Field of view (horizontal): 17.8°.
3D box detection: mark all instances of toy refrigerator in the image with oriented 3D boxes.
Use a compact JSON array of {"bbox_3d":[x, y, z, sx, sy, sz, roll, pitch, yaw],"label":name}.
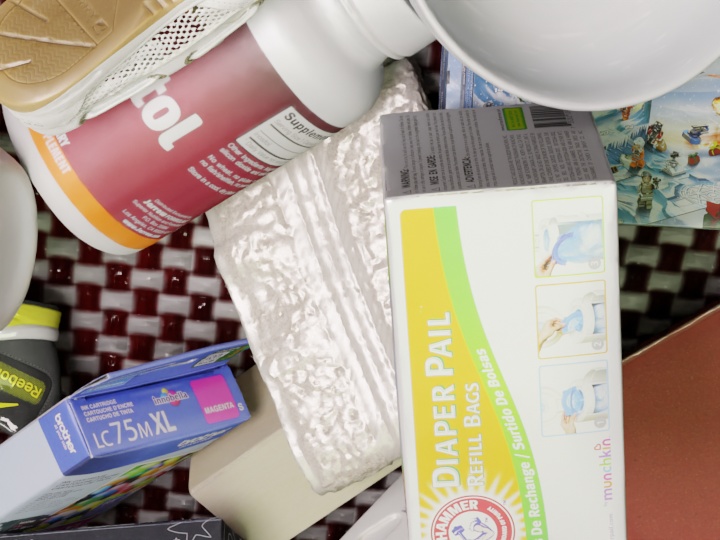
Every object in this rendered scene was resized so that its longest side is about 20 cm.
[{"bbox_3d":[0.004,0.066,1.248,0.200,0.076,0.070,-36,118,22],"label":"toy refrigerator"}]

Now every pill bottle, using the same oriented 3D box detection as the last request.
[{"bbox_3d":[-0.064,-0.100,1.106,0.200,0.113,0.113,-30,120,19],"label":"pill bottle"}]

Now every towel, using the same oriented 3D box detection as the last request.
[{"bbox_3d":[0.000,0.000,1.164,0.132,0.034,0.201,-22,88,17],"label":"towel"}]

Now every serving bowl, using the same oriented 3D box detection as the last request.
[{"bbox_3d":[0.096,-0.175,1.054,0.199,0.066,0.201,-3,99,-18],"label":"serving bowl"}]

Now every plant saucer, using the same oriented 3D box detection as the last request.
[{"bbox_3d":[0.199,0.104,1.302,0.200,0.037,0.200,-32,120,19],"label":"plant saucer"}]

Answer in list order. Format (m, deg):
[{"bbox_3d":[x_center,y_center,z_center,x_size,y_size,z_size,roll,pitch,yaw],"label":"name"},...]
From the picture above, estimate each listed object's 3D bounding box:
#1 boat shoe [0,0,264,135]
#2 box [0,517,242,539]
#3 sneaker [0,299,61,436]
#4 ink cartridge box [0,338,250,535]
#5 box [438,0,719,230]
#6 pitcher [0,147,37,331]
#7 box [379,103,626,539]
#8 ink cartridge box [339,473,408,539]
[{"bbox_3d":[-0.077,-0.131,1.017,0.200,0.071,0.069,-34,159,-2],"label":"boat shoe"},{"bbox_3d":[-0.112,0.213,1.270,0.132,0.115,0.200,-6,161,8],"label":"box"},{"bbox_3d":[-0.252,0.071,1.228,0.199,0.085,0.074,-14,169,8],"label":"sneaker"},{"bbox_3d":[-0.144,0.099,1.222,0.119,0.042,0.200,-11,160,-49],"label":"ink cartridge box"},{"bbox_3d":[0.138,-0.090,1.120,0.199,0.040,0.138,4,92,-3],"label":"box"},{"bbox_3d":[-0.260,0.002,1.101,0.199,0.121,0.172,6,111,16],"label":"pitcher"},{"bbox_3d":[0.066,0.036,1.065,0.101,0.113,0.201,-4,113,1],"label":"box"},{"bbox_3d":[0.054,0.229,1.315,0.084,0.146,0.200,15,141,44],"label":"ink cartridge box"}]
